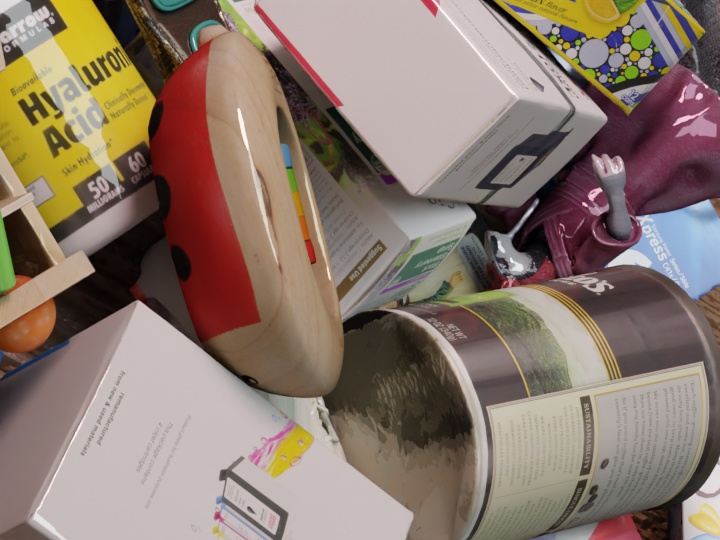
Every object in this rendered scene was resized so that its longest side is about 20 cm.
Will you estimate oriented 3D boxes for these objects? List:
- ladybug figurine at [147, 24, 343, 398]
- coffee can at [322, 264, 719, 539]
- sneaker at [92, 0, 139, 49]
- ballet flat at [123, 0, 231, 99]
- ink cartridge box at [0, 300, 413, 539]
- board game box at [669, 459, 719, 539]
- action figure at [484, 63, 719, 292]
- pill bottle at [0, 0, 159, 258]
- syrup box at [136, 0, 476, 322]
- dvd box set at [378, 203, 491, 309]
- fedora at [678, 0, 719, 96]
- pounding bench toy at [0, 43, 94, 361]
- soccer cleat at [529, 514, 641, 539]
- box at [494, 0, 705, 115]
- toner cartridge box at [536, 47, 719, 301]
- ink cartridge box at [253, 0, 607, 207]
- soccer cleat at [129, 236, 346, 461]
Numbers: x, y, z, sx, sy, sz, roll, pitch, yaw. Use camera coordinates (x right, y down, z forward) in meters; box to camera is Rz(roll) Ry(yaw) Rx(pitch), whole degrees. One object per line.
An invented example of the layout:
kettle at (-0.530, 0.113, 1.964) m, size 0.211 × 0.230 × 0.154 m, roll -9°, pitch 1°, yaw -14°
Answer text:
ladybug figurine at (-0.063, -0.027, 1.467) m, size 0.136 × 0.071 × 0.202 m, roll 22°, pitch 54°, yaw -82°
coffee can at (0.092, 0.082, 1.611) m, size 0.199 × 0.146 × 0.147 m, roll -9°, pitch 78°, yaw -40°
sneaker at (-0.118, -0.184, 1.643) m, size 0.082 × 0.074 × 0.201 m, roll 35°, pitch 55°, yaw -25°
ballet flat at (-0.106, -0.137, 1.549) m, size 0.068 × 0.075 × 0.201 m, roll -33°, pitch 105°, yaw -49°
ink cartridge box at (-0.104, 0.146, 1.467) m, size 0.200 × 0.147 × 0.145 m, roll 39°, pitch 52°, yaw -20°
board game box at (0.245, 0.178, 1.737) m, size 0.102 × 0.105 × 0.201 m, roll 1°, pitch 66°, yaw 2°
action figure at (0.143, -0.044, 1.737) m, size 0.200 × 0.134 × 0.149 m, roll -48°, pitch 132°, yaw -11°
pill bottle at (-0.184, -0.104, 1.531) m, size 0.111 × 0.111 × 0.201 m, roll -37°, pitch 96°, yaw -41°
syrup box at (-0.034, -0.072, 1.611) m, size 0.200 × 0.082 × 0.079 m, roll 49°, pitch 32°, yaw 13°
dvd box set at (0.000, 0.000, 1.688) m, size 0.200 × 0.029 × 0.147 m, roll -30°, pitch 90°, yaw -42°
fedora at (0.209, -0.163, 1.880) m, size 0.200 × 0.091 × 0.202 m, roll 16°, pitch 63°, yaw -33°
pounding bench toy at (-0.216, -0.019, 1.411) m, size 0.124 × 0.200 × 0.157 m, roll -33°, pitch 93°, yaw -42°
soccer cleat at (0.081, 0.166, 1.673) m, size 0.199 × 0.067 × 0.077 m, roll -7°, pitch 47°, yaw -35°
box at (0.105, -0.179, 1.618) m, size 0.200 × 0.070 × 0.064 m, roll 36°, pitch 13°, yaw -34°
toner cartridge box at (0.156, -0.063, 1.803) m, size 0.095 × 0.043 × 0.201 m, roll -32°, pitch 95°, yaw -15°
ink cartridge box at (0.044, -0.115, 1.585) m, size 0.145 × 0.084 × 0.200 m, roll 50°, pitch 14°, yaw 13°
soccer cleat at (-0.049, 0.058, 1.569) m, size 0.077 × 0.069 × 0.200 m, roll -36°, pitch 80°, yaw -7°
